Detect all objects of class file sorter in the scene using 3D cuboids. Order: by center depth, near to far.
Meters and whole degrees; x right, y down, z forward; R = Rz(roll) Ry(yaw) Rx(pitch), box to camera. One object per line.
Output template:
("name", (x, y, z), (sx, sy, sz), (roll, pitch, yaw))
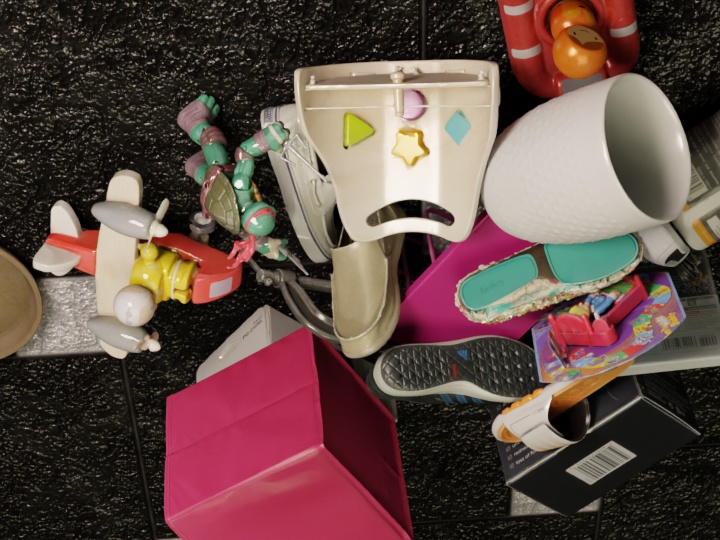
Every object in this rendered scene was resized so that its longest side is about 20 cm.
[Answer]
("file sorter", (0.126, -0.008, 1.645), (0.139, 0.126, 0.200), (27, 124, -25))

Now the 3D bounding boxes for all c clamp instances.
("c clamp", (-0.026, 0.030, 1.672), (0.199, 0.171, 0.027), (13, 117, -33))

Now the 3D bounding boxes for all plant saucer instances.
("plant saucer", (-0.458, 0.029, 1.695), (0.199, 0.030, 0.201), (-2, 131, -3))

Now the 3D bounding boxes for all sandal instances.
("sandal", (0.217, 0.151, 1.591), (0.079, 0.059, 0.207), (1, 150, -38))

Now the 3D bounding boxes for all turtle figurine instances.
("turtle figurine", (-0.116, -0.085, 1.505), (0.100, 0.200, 0.150), (-10, 131, -34))

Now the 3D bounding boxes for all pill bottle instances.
("pill bottle", (0.405, -0.118, 1.569), (0.200, 0.117, 0.116), (-33, 127, 15))

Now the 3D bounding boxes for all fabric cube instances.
("fabric cube", (-0.081, 0.220, 1.669), (0.199, 0.200, 0.196), (-27, 127, 15))

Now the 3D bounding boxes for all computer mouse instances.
("computer mouse", (0.310, -0.036, 1.581), (0.044, 0.110, 0.200), (-36, 167, 11))

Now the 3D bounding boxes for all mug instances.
("mug", (0.226, -0.102, 1.489), (0.175, 0.148, 0.200), (-16, 177, 43))

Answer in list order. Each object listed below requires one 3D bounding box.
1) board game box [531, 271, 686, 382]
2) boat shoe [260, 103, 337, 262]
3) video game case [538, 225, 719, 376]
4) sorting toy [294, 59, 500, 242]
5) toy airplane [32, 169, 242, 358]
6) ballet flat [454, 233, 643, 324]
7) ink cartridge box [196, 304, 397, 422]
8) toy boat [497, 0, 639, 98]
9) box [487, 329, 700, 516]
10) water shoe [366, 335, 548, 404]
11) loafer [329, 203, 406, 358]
("board game box", (0.243, 0.040, 1.529), (0.158, 0.200, 0.039), (-24, 109, 12))
("boat shoe", (-0.045, -0.093, 1.596), (0.070, 0.071, 0.200), (-11, 125, 9))
("video game case", (0.293, 0.034, 1.659), (0.199, 0.182, 0.023), (-6, 144, 1))
("sorting toy", (0.045, -0.116, 1.493), (0.199, 0.107, 0.181), (1, 101, 12))
("toy airplane", (-0.253, 0.001, 1.611), (0.199, 0.141, 0.200), (-29, 128, 21))
("ballet flat", (0.194, 0.005, 1.544), (0.199, 0.076, 0.064), (-16, 159, 12))
("ink cartridge box", (-0.078, 0.150, 1.798), (0.200, 0.085, 0.145), (31, 122, -28))
("toy boat", (0.204, -0.235, 1.442), (0.130, 0.131, 0.200), (-13, 132, 6))
("box", (0.258, 0.141, 1.737), (0.200, 0.197, 0.124), (-37, 132, 27))
("water shoe", (0.104, 0.110, 1.630), (0.199, 0.072, 0.079), (5, 164, -17))
("loafer", (0.000, 0.000, 1.593), (0.075, 0.201, 0.068), (-18, 138, 31))
